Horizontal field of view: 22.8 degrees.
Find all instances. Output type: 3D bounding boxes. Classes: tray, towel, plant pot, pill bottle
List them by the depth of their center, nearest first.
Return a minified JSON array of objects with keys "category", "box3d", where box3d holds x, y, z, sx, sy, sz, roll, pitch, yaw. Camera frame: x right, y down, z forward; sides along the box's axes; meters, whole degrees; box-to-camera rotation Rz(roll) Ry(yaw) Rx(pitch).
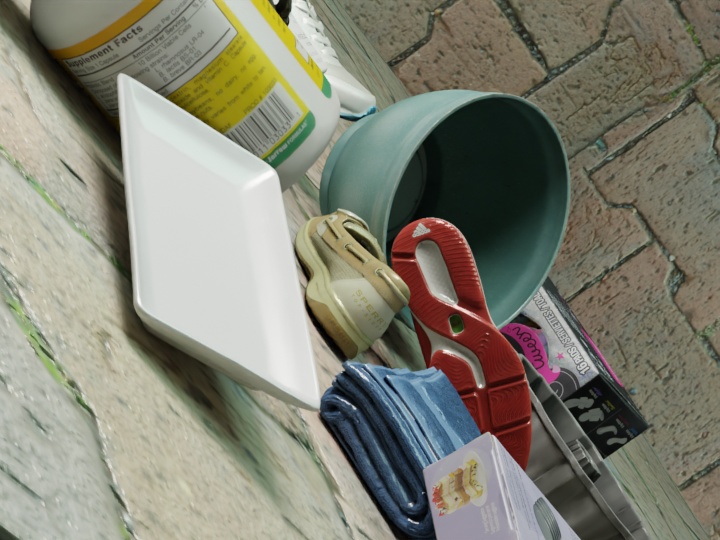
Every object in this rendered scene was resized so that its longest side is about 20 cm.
[{"category":"tray","box3d":[-0.076,-0.013,0.864,0.107,0.022,0.200,33,25,-29]},{"category":"pill bottle","box3d":[-0.109,-0.132,0.976,0.200,0.113,0.113,50,9,-28]},{"category":"towel","box3d":[0.040,0.109,1.075,0.112,0.048,0.200,57,8,13]},{"category":"plant pot","box3d":[0.052,-0.056,1.427,0.134,0.200,0.200,23,-19,47]}]

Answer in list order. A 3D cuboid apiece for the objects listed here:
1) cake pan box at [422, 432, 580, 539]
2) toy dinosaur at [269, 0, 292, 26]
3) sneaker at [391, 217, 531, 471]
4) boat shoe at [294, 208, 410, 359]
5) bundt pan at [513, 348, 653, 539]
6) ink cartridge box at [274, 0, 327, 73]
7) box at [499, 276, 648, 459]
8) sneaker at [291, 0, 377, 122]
[{"category":"cake pan box","box3d":[0.109,0.213,0.934,0.184,0.052,0.200,48,20,-38]},{"category":"toy dinosaur","box3d":[-0.082,-0.099,1.169,0.200,0.102,0.136,147,-69,-84]},{"category":"sneaker","box3d":[0.079,0.059,1.296,0.116,0.078,0.201,-12,90,-83]},{"category":"boat shoe","box3d":[-0.001,-0.002,1.241,0.073,0.063,0.201,53,8,-13]},{"category":"bundt pan","box3d":[0.146,0.164,1.370,0.202,0.076,0.202,52,8,-10]},{"category":"ink cartridge box","box3d":[-0.119,-0.205,1.327,0.200,0.084,0.146,54,8,-5]},{"category":"box","box3d":[0.144,0.078,1.596,0.132,0.115,0.200,43,13,-50]},{"category":"sneaker","box3d":[-0.062,-0.196,1.470,0.200,0.081,0.077,38,5,8]}]
